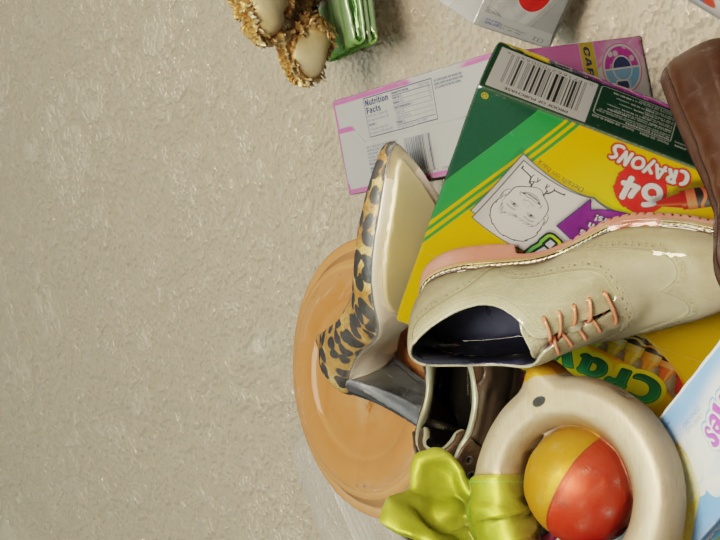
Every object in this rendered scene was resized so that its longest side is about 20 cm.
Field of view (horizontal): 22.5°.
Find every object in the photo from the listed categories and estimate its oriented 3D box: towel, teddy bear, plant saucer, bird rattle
[{"bbox_3d":[-0.021,-0.258,1.320,0.149,0.031,0.201,-161,60,-82],"label":"towel"},{"bbox_3d":[-0.074,-0.213,1.305,0.067,0.145,0.201,-35,61,22],"label":"teddy bear"},{"bbox_3d":[0.010,0.076,1.277,0.200,0.032,0.201,4,95,53],"label":"plant saucer"},{"bbox_3d":[0.005,0.201,1.449,0.133,0.034,0.201,-51,57,51],"label":"towel"},{"bbox_3d":[0.111,0.141,0.978,0.200,0.112,0.164,39,115,44],"label":"bird rattle"}]

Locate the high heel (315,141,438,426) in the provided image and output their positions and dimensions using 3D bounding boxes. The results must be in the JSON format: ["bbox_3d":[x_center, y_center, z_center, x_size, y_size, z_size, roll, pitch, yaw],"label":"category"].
[{"bbox_3d":[0.000,0.000,1.174,0.142,0.071,0.201,27,131,52],"label":"high heel"}]

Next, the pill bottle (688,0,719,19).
[{"bbox_3d":[0.167,-0.214,0.962,0.200,0.112,0.113,41,133,39],"label":"pill bottle"}]

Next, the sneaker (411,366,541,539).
[{"bbox_3d":[0.060,0.122,1.112,0.070,0.075,0.201,1,99,41],"label":"sneaker"}]

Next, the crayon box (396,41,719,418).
[{"bbox_3d":[0.140,-0.013,1.022,0.199,0.058,0.173,21,128,4],"label":"crayon box"}]

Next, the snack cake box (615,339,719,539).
[{"bbox_3d":[0.223,0.087,0.975,0.067,0.115,0.200,60,145,28],"label":"snack cake box"}]

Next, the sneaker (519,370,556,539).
[{"bbox_3d":[0.140,0.147,1.168,0.074,0.087,0.200,-38,74,13],"label":"sneaker"}]

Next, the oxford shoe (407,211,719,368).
[{"bbox_3d":[0.119,0.022,0.970,0.199,0.074,0.071,-12,120,27],"label":"oxford shoe"}]

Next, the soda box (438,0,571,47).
[{"bbox_3d":[0.057,-0.214,1.171,0.200,0.068,0.064,43,115,48],"label":"soda box"}]

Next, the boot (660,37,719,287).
[{"bbox_3d":[0.255,-0.054,0.912,0.201,0.185,0.064,-91,0,-49],"label":"boot"}]

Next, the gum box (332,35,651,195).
[{"bbox_3d":[0.078,-0.096,1.154,0.200,0.113,0.066,-7,93,59],"label":"gum box"}]
